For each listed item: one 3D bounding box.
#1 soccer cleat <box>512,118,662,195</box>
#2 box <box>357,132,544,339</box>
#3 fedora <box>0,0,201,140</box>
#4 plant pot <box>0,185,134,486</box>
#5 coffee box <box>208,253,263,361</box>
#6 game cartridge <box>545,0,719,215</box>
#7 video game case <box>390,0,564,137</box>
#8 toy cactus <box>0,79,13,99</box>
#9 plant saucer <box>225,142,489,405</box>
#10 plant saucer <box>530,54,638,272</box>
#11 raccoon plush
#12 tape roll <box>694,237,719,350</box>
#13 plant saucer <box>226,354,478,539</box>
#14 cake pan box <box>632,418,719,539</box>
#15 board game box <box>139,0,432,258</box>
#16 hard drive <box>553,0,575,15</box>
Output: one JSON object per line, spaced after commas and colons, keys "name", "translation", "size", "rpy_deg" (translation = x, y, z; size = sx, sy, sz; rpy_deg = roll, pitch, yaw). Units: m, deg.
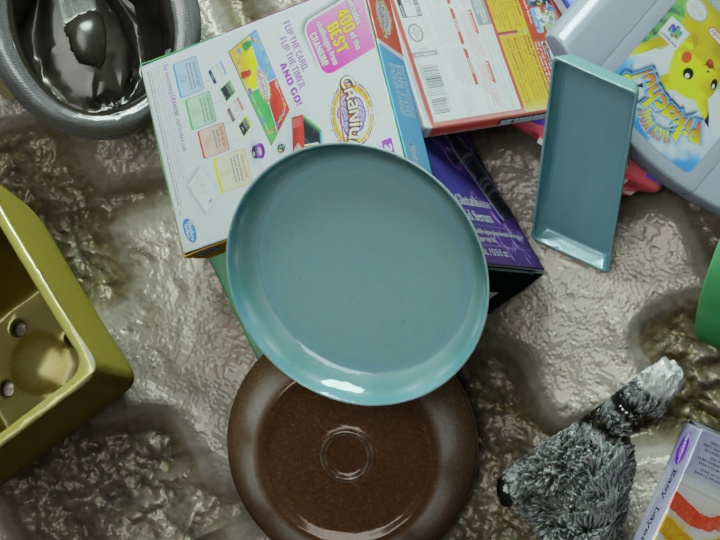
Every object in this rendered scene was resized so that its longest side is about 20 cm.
{"name": "soccer cleat", "translation": [0.155, -0.127, 1.762], "size": [0.199, 0.067, 0.077], "rpy_deg": [29, 87, 21]}
{"name": "box", "translation": [0.029, -0.056, 1.736], "size": [0.104, 0.148, 0.201], "rpy_deg": [-35, 75, 21]}
{"name": "fedora", "translation": [-0.223, -0.205, 1.852], "size": [0.176, 0.090, 0.202], "rpy_deg": [-23, 95, -13]}
{"name": "plant pot", "translation": [-0.290, 0.066, 1.795], "size": [0.194, 0.200, 0.196], "rpy_deg": [-36, 73, 9]}
{"name": "coffee box", "translation": [-0.040, 0.018, 1.809], "size": [0.122, 0.044, 0.201], "rpy_deg": [-31, 76, 11]}
{"name": "game cartridge", "translation": [0.239, -0.141, 1.696], "size": [0.200, 0.040, 0.134], "rpy_deg": [43, 86, -12]}
{"name": "video game case", "translation": [0.119, -0.180, 1.738], "size": [0.198, 0.017, 0.144], "rpy_deg": [-10, 67, -18]}
{"name": "toy cactus", "translation": [-0.332, -0.213, 1.880], "size": [0.102, 0.200, 0.166], "rpy_deg": [-33, 113, -5]}
{"name": "plant saucer", "translation": [0.000, 0.000, 1.632], "size": [0.198, 0.027, 0.202], "rpy_deg": [7, 114, 17]}
{"name": "plant saucer", "translation": [0.169, -0.080, 1.699], "size": [0.069, 0.201, 0.019], "rpy_deg": [26, 53, 18]}
{"name": "raccoon plush", "translation": [0.186, 0.174, 1.665], "size": [0.135, 0.096, 0.200], "rpy_deg": [57, 137, 13]}
{"name": "tape roll", "translation": [0.305, -0.032, 1.630], "size": [0.048, 0.200, 0.202], "rpy_deg": [25, 90, 19]}
{"name": "plant saucer", "translation": [-0.009, 0.140, 1.755], "size": [0.198, 0.037, 0.203], "rpy_deg": [1, 99, 8]}
{"name": "cake pan box", "translation": [0.288, 0.233, 1.644], "size": [0.199, 0.052, 0.185], "rpy_deg": [26, 91, -7]}
{"name": "board game box", "translation": [-0.057, -0.109, 1.677], "size": [0.199, 0.040, 0.154], "rpy_deg": [-17, 81, 25]}
{"name": "hard drive", "translation": [0.198, -0.250, 1.757], "size": [0.131, 0.025, 0.201], "rpy_deg": [-26, 74, -17]}
